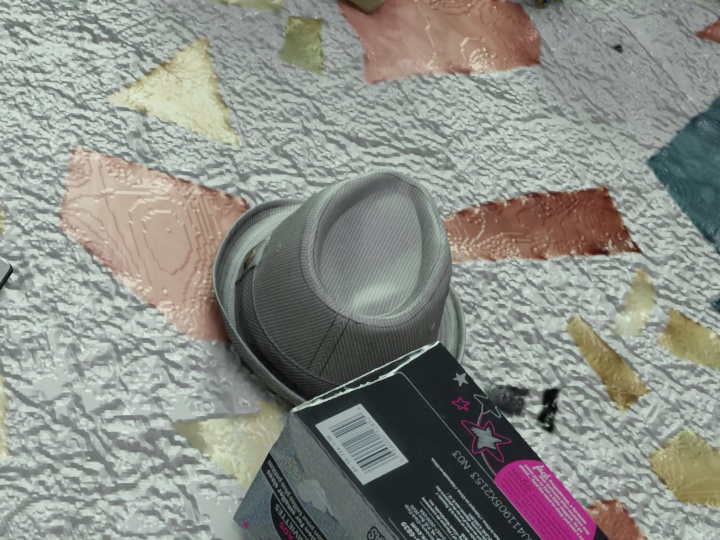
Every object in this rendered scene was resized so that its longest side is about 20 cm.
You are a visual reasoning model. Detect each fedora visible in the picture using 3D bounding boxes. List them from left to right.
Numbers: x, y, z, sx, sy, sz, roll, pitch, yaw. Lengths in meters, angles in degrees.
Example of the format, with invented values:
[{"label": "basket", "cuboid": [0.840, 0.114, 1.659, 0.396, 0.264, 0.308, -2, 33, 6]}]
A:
[{"label": "fedora", "cuboid": [0.000, 0.000, 1.467, 0.176, 0.091, 0.200, 32, 43, 2]}]

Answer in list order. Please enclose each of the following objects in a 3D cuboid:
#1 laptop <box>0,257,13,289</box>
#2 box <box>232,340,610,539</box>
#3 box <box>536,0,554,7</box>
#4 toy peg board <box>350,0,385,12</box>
[{"label": "laptop", "cuboid": [-0.310, -0.025, 1.303, 0.199, 0.116, 0.188, 29, 43, -2]}, {"label": "box", "cuboid": [0.042, 0.166, 1.321, 0.132, 0.115, 0.200, -23, 63, -40]}, {"label": "box", "cuboid": [0.208, -0.293, 1.819, 0.199, 0.070, 0.064, -31, 68, -19]}, {"label": "toy peg board", "cuboid": [-0.021, -0.338, 1.724, 0.199, 0.098, 0.200, 33, 46, -15]}]
